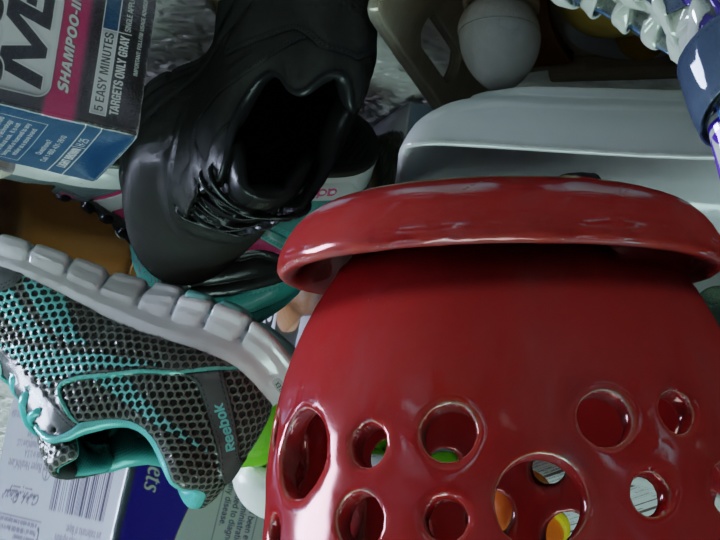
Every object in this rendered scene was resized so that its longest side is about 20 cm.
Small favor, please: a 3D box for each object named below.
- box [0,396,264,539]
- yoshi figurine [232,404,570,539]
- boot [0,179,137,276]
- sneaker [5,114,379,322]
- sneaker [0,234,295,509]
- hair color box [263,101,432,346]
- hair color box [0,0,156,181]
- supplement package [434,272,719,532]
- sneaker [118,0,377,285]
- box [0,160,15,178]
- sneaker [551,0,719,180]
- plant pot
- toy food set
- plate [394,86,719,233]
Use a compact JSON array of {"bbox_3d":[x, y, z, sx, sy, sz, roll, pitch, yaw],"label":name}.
[{"bbox_3d":[-0.067,0.125,1.426,0.200,0.105,0.184,15,174,-27],"label":"box"},{"bbox_3d":[-0.013,0.091,1.236,0.200,0.112,0.112,28,-142,34],"label":"yoshi figurine"},{"bbox_3d":[-0.132,-0.018,1.339,0.155,0.074,0.200,9,176,-10],"label":"boot"},{"bbox_3d":[-0.100,-0.027,1.245,0.200,0.084,0.121,8,131,-8],"label":"sneaker"},{"bbox_3d":[-0.127,0.044,1.197,0.200,0.091,0.078,15,160,26],"label":"sneaker"},{"bbox_3d":[0.000,0.000,1.307,0.061,0.099,0.200,15,160,-22],"label":"hair color box"},{"bbox_3d":[-0.179,-0.108,1.039,0.200,0.100,0.061,12,160,-19],"label":"hair color box"},{"bbox_3d":[0.137,0.050,1.330,0.200,0.152,0.151,15,160,-25],"label":"supplement package"},{"bbox_3d":[-0.049,-0.049,1.112,0.076,0.091,0.200,12,140,-17],"label":"sneaker"},{"bbox_3d":[-0.225,-0.073,1.173,0.078,0.095,0.200,21,155,-36],"label":"box"},{"bbox_3d":[0.108,-0.086,0.939,0.200,0.147,0.081,-1,160,20],"label":"sneaker"},{"bbox_3d":[0.061,0.062,1.082,0.200,0.183,0.200,0,171,0],"label":"plant pot"},{"bbox_3d":[0.117,-0.085,1.075,0.200,0.060,0.144,0,161,19],"label":"toy food set"},{"bbox_3d":[0.112,-0.043,1.104,0.200,0.032,0.200,2,173,-2],"label":"plate"}]
